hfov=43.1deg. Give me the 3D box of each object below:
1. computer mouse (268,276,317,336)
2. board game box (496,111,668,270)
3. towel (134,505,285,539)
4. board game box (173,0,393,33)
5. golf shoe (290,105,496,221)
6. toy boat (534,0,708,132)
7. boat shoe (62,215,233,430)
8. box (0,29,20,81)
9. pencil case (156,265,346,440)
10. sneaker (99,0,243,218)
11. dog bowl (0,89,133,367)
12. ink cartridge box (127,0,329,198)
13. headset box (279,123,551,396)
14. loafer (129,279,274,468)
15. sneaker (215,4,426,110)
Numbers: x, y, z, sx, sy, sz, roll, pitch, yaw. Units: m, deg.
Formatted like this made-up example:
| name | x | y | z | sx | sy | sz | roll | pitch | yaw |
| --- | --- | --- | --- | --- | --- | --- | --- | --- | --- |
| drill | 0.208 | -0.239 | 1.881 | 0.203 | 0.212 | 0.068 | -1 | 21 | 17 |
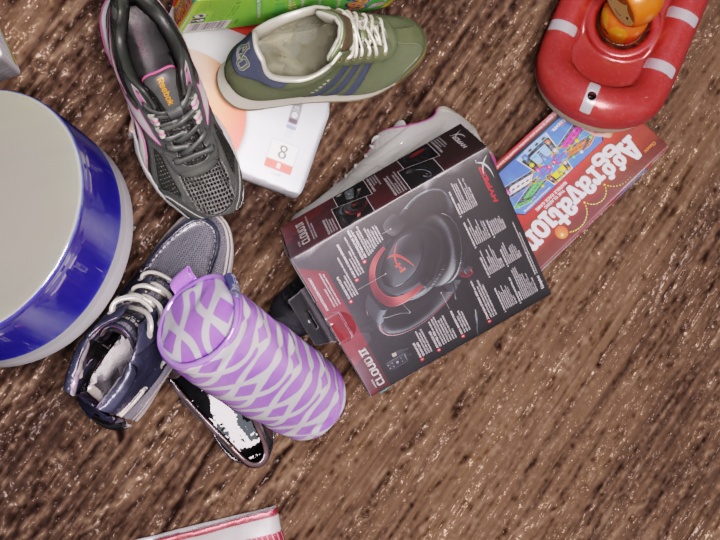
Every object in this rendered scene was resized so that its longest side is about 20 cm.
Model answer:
| name | x | y | z | sx | sy | sz | roll | pitch | yaw |
| --- | --- | --- | --- | --- | --- | --- | --- | --- | --- |
| computer mouse | 0.000 | 0.000 | 0.810 | 0.199 | 0.034 | 0.059 | -38 | 135 | 13 |
| board game box | 0.186 | -0.085 | 0.861 | 0.200 | 0.019 | 0.103 | -42 | 75 | -13 |
| towel | -0.127 | 0.332 | 0.844 | 0.142 | 0.023 | 0.203 | -11 | 96 | -14 |
| board game box | -0.051 | -0.232 | 0.763 | 0.197 | 0.095 | 0.030 | -10 | 92 | -21 |
| golf shoe | 0.022 | -0.081 | 0.836 | 0.197 | 0.076 | 0.092 | -22 | 62 | 1 |
| toy boat | 0.239 | -0.229 | 0.825 | 0.129 | 0.131 | 0.202 | 23 | 85 | 10 |
| boat shoe | -0.165 | 0.033 | 0.734 | 0.074 | 0.093 | 0.202 | 24 | 78 | 4 |
| box | -0.364 | -0.232 | 0.708 | 0.111 | 0.101 | 0.202 | -26 | 99 | -10 |
| pencil case | -0.087 | 0.074 | 0.750 | 0.084 | 0.086 | 0.200 | -38 | 141 | 3 |
| sneaker | -0.156 | -0.131 | 0.726 | 0.080 | 0.086 | 0.202 | -29 | 100 | -8 |
| dog bowl | -0.282 | -0.033 | 0.703 | 0.197 | 0.079 | 0.203 | -5 | 71 | 13 |
| ink cartridge box | -0.097 | -0.185 | 0.803 | 0.160 | 0.050 | 0.203 | 19 | 92 | -14 |
| headset box | 0.037 | -0.003 | 0.761 | 0.198 | 0.075 | 0.150 | -30 | 116 | 1 |
| loafer | -0.137 | 0.088 | 0.803 | 0.071 | 0.063 | 0.201 | -35 | 101 | -8 |
| sneaker | -0.020 | -0.186 | 0.770 | 0.198 | 0.090 | 0.068 | -17 | 85 | -21 |
